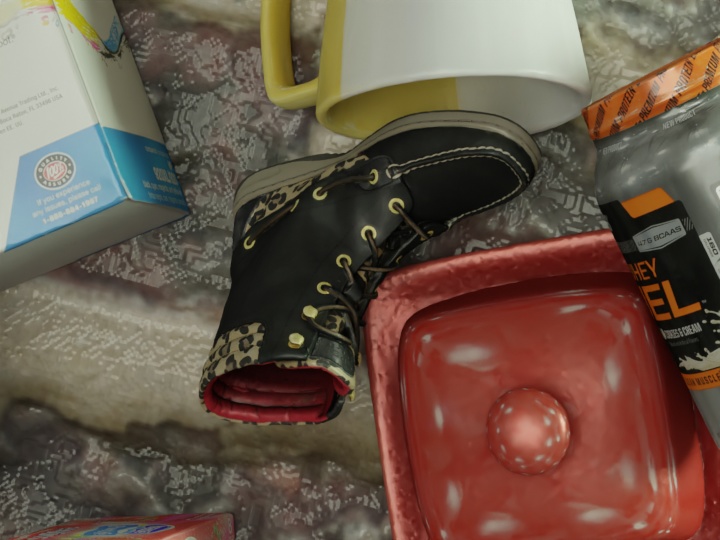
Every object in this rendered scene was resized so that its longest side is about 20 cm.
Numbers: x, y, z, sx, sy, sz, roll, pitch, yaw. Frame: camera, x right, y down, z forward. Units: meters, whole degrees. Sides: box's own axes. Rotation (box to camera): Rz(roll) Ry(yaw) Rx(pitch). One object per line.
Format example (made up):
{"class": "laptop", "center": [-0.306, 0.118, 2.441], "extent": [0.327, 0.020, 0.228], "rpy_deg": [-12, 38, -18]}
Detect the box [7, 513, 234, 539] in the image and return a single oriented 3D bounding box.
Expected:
{"class": "box", "center": [-0.137, 0.189, 1.164], "extent": [0.102, 0.200, 0.095], "rpy_deg": [-3, 89, 12]}

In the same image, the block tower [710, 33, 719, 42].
{"class": "block tower", "center": [0.260, -0.056, 1.162], "extent": [0.054, 0.058, 0.200], "rpy_deg": [-39, 81, 7]}

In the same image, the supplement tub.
{"class": "supplement tub", "center": [0.199, -0.014, 1.098], "extent": [0.122, 0.123, 0.201], "rpy_deg": [-26, 92, 10]}

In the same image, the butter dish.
{"class": "butter dish", "center": [0.096, 0.083, 1.146], "extent": [0.199, 0.148, 0.201], "rpy_deg": [-9, 88, 11]}

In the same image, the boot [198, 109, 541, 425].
{"class": "boot", "center": [0.000, 0.000, 1.149], "extent": [0.199, 0.073, 0.151], "rpy_deg": [-11, 47, 32]}

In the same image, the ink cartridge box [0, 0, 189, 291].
{"class": "ink cartridge box", "center": [-0.210, -0.102, 1.212], "extent": [0.146, 0.145, 0.201], "rpy_deg": [-21, 85, 9]}

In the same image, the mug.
{"class": "mug", "center": [0.029, -0.159, 1.171], "extent": [0.185, 0.149, 0.154], "rpy_deg": [-4, 80, 5]}
